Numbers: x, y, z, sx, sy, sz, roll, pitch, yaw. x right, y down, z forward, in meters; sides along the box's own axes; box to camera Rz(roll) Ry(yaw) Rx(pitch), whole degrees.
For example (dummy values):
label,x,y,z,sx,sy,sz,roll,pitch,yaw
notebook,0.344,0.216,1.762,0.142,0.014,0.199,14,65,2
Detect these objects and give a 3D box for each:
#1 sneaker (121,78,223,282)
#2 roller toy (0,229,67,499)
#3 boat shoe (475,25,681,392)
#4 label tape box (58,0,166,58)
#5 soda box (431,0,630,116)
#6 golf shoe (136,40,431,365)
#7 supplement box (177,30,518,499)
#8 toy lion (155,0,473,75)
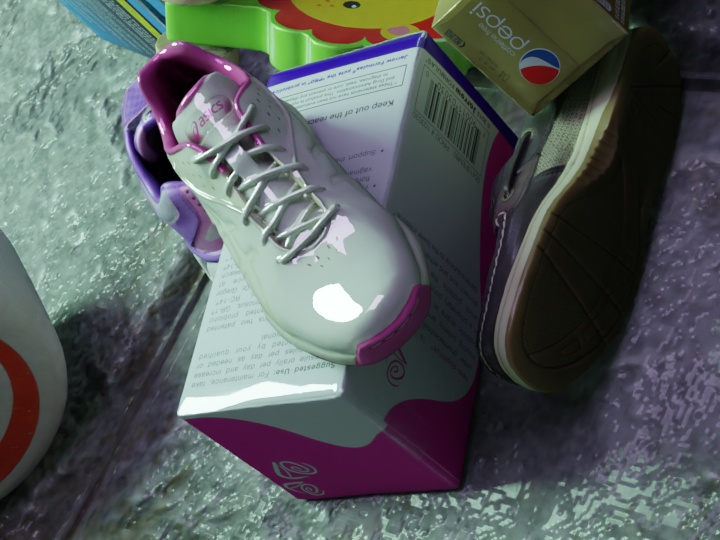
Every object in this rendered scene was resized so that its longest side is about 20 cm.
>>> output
label,x,y,z,sx,sy,sz,roll,pitch,yaw
sneaker,-0.104,-0.075,0.916,0.080,0.088,0.200,-43,41,7
roller toy,-0.266,0.054,0.876,0.182,0.200,0.140,-39,43,0
boat shoe,0.095,-0.030,0.733,0.066,0.072,0.201,-5,51,44
label tape box,-0.149,-0.197,1.003,0.200,0.143,0.066,23,76,47
soda box,0.092,-0.163,0.779,0.064,0.068,0.200,-41,19,31
golf shoe,-0.042,-0.033,0.677,0.075,0.092,0.200,-44,43,1
supplement box,0.000,0.000,0.761,0.103,0.101,0.200,-11,53,34
toy lion,-0.013,-0.162,0.883,0.192,0.069,0.200,5,36,6
